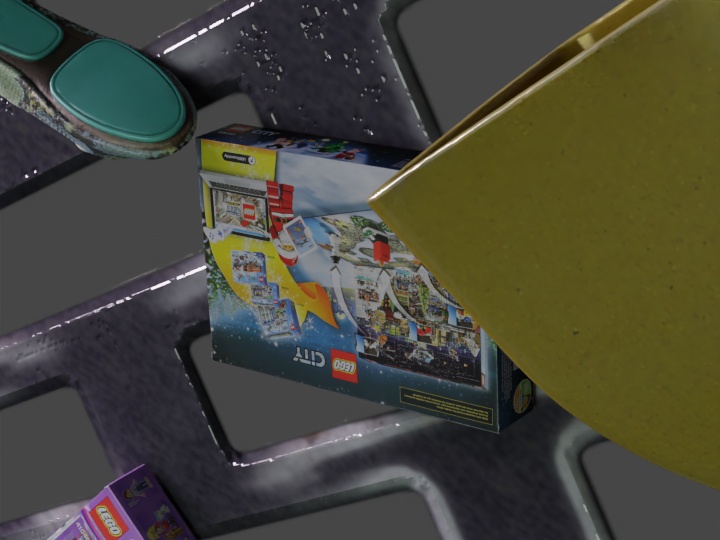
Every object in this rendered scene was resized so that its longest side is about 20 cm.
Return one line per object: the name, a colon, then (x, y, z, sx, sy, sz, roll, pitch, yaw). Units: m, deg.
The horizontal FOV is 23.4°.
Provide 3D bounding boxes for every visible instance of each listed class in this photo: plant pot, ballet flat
plant pot: (0.166, -0.027, 0.718, 0.194, 0.195, 0.200, -32, 96, 42)
ballet flat: (-0.172, -0.109, 1.034, 0.200, 0.074, 0.074, 35, 126, 25)

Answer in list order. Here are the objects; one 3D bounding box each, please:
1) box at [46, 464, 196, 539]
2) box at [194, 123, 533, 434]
box: (-0.133, 0.245, 1.156, 0.137, 0.039, 0.200, -41, 81, 42)
box: (0.000, 0.000, 0.950, 0.200, 0.038, 0.137, 12, 115, 35)
